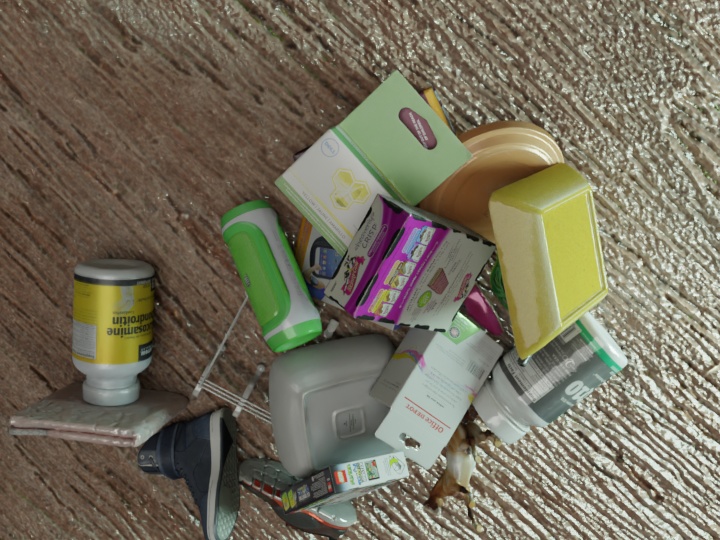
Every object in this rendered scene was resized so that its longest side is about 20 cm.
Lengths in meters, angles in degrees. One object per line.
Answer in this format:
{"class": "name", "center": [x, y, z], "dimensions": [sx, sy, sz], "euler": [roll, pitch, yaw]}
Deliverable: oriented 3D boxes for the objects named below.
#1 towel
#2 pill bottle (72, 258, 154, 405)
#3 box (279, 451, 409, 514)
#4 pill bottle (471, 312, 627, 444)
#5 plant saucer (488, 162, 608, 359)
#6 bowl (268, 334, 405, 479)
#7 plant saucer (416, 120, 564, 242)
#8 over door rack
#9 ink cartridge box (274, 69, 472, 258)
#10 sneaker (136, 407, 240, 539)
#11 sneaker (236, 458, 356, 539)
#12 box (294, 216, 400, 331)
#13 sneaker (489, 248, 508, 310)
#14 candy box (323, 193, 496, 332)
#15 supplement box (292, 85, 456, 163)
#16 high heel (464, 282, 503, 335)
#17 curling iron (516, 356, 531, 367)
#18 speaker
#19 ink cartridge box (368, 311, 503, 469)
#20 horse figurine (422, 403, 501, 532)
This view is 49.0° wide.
{"class": "towel", "center": [-0.370, 0.207, 1.139], "dimensions": [0.191, 0.200, 0.032], "euler": [5, 97, 6]}
{"class": "pill bottle", "center": [-0.359, 0.088, 1.146], "dimensions": [0.112, 0.112, 0.200], "euler": [5, 100, 5]}
{"class": "box", "center": [-0.027, 0.294, 1.085], "dimensions": [0.110, 0.200, 0.035], "euler": [-4, 69, -28]}
{"class": "pill bottle", "center": [0.257, 0.145, 1.098], "dimensions": [0.200, 0.113, 0.113], "euler": [-41, 96, 15]}
{"class": "plant saucer", "center": [0.239, -0.018, 0.951], "dimensions": [0.048, 0.200, 0.200], "euler": [-3, 105, 40]}
{"class": "bowl", "center": [-0.024, 0.204, 1.128], "dimensions": [0.199, 0.075, 0.200], "euler": [-10, 108, -15]}
{"class": "plant saucer", "center": [0.172, -0.103, 1.028], "dimensions": [0.200, 0.032, 0.200], "euler": [-9, 137, -9]}
{"class": "over door rack", "center": [-0.137, 0.126, 1.168], "dimensions": [0.148, 0.067, 0.200], "euler": [28, 94, -3]}
{"class": "ink cartridge box", "center": [0.015, -0.123, 0.967], "dimensions": [0.200, 0.048, 0.146], "euler": [-40, 96, 23]}
{"class": "sneaker", "center": [-0.259, 0.315, 1.176], "dimensions": [0.146, 0.203, 0.077], "euler": [-14, 142, 10]}
{"class": "sneaker", "center": [-0.110, 0.365, 1.218], "dimensions": [0.200, 0.077, 0.082], "euler": [27, 115, 2]}
{"class": "box", "center": [0.000, 0.000, 1.093], "dimensions": [0.200, 0.041, 0.119], "euler": [22, 108, 24]}
{"class": "sneaker", "center": [0.208, 0.020, 1.044], "dimensions": [0.074, 0.200, 0.084], "euler": [-5, 63, 11]}
{"class": "candy box", "center": [0.065, -0.003, 0.961], "dimensions": [0.061, 0.200, 0.136], "euler": [38, 105, 37]}
{"class": "supplement box", "center": [0.023, -0.162, 1.047], "dimensions": [0.200, 0.110, 0.086], "euler": [-24, 100, 12]}
{"class": "high heel", "center": [0.111, 0.028, 1.103], "dimensions": [0.096, 0.067, 0.200], "euler": [-38, 92, 4]}
{"class": "curling iron", "center": [0.265, 0.045, 1.065], "dimensions": [0.026, 0.050, 0.200], "euler": [43, 75, -19]}
{"class": "speaker", "center": [-0.124, 0.007, 1.090], "dimensions": [0.088, 0.088, 0.200], "euler": [-26, 78, 12]}
{"class": "ink cartridge box", "center": [0.094, 0.156, 1.087], "dimensions": [0.117, 0.067, 0.200], "euler": [38, 80, -27]}
{"class": "horse figurine", "center": [0.151, 0.281, 1.152], "dimensions": [0.050, 0.133, 0.200], "euler": [6, 97, -16]}
